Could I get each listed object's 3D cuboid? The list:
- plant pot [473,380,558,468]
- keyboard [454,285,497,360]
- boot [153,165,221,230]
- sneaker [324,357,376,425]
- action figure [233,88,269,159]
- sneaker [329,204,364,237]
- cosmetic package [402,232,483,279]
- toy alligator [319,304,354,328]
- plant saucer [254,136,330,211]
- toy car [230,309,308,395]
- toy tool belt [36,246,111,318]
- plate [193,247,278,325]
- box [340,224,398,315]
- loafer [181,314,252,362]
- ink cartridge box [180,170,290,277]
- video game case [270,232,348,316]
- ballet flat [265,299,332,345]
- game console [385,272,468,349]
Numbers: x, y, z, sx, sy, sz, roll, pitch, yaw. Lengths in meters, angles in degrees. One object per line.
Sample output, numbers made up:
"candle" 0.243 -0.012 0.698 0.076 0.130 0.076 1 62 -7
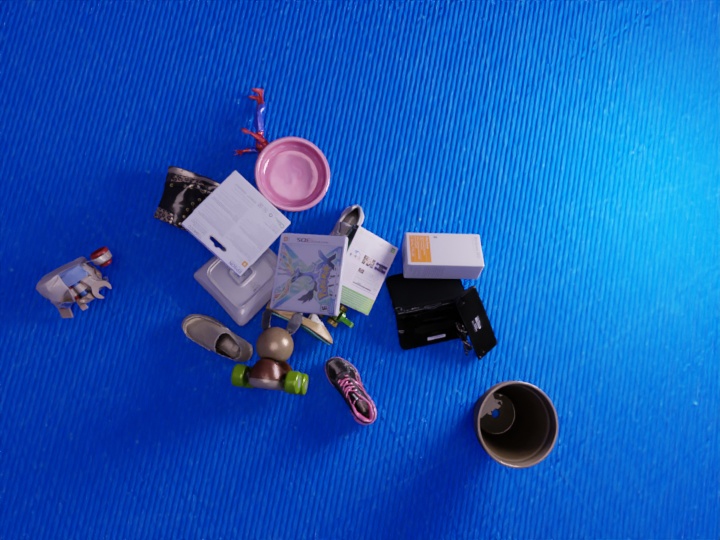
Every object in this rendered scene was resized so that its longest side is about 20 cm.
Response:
"plant pot" 0.366 0.374 1.290 0.199 0.174 0.201 0 83 -3
"keyboard" 0.289 0.142 1.353 0.104 0.040 0.201 -34 113 -20
"boot" -0.438 -0.176 1.357 0.199 0.073 0.151 21 85 -5
"sneaker" -0.022 0.309 1.315 0.079 0.095 0.200 -35 85 -5
"action figure" -0.300 -0.386 1.389 0.099 0.065 0.201 -8 83 -22
"sneaker" -0.053 -0.090 1.360 0.075 0.092 0.201 24 83 -1
"cosmetic package" 0.215 -0.038 1.357 0.199 0.071 0.102 1 59 -4
"toy alligator" -0.100 0.089 1.355 0.200 0.054 0.059 37 82 1
"plant saucer" -0.184 -0.255 1.381 0.199 0.051 0.202 1 86 -12
"toy car" -0.213 0.201 1.291 0.163 0.158 0.201 6 76 7
"toy tool belt" -0.702 0.035 1.307 0.199 0.125 0.123 -28 117 -3
"plate" -0.309 0.009 1.349 0.200 0.032 0.200 -44 79 -9
"box" 0.000 0.000 1.341 0.144 0.036 0.201 28 84 -32
"loafer" -0.371 0.172 1.321 0.199 0.068 0.076 26 82 0
"ink cartridge box" -0.316 -0.119 1.313 0.196 0.043 0.200 44 73 -11
"video game case" -0.130 0.007 1.298 0.181 0.022 0.201 4 80 17
"ballet flat" -0.150 0.124 1.342 0.199 0.069 0.063 29 76 0
"game console" 0.184 0.097 1.390 0.199 0.116 0.177 -12 114 -4
